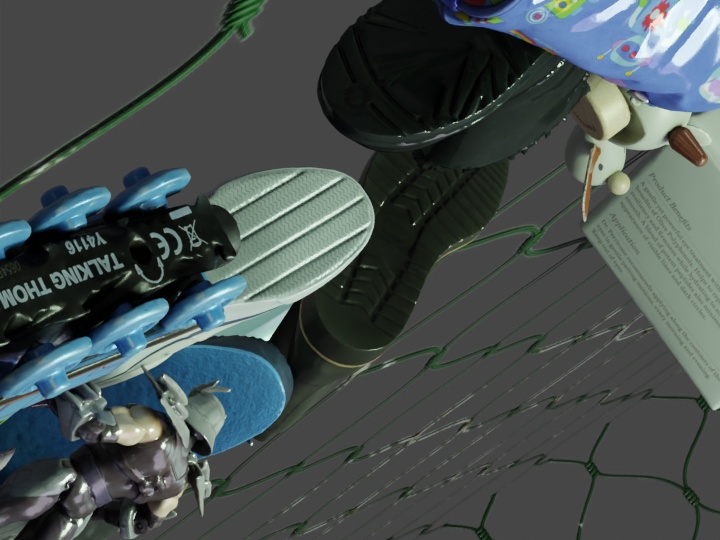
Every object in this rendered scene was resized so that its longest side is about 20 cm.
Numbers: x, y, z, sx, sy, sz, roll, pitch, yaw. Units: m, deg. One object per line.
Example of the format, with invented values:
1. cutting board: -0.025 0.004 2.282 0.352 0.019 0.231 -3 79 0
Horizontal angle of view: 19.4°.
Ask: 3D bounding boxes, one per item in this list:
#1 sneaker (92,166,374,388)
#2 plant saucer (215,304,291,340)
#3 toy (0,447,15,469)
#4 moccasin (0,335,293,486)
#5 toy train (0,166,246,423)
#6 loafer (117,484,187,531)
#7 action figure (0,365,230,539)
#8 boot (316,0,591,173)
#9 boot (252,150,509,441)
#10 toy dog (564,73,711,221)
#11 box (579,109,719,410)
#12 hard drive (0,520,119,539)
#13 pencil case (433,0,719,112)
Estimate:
1. sneaker: -0.088 0.002 1.108 0.199 0.074 0.071 -23 178 -16
2. plant saucer: -0.048 0.013 1.323 0.199 0.028 0.200 -33 167 -9
3. toy: -0.285 0.130 1.092 0.199 0.047 0.115 -26 171 -26
4. moccasin: -0.127 0.066 1.181 0.198 0.081 0.068 -10 -163 22
5. toy train: -0.141 0.016 0.970 0.114 0.087 0.199 -33 174 40
6. loafer: -0.161 0.138 1.383 0.067 0.076 0.200 -37 169 -16
7. action figure: -0.149 0.110 1.059 0.199 0.069 0.131 -32 135 -14
8. boot: 0.055 -0.097 1.076 0.198 0.074 0.163 -35 168 -20
9. boot: 0.000 0.000 1.223 0.200 0.077 0.138 -49 180 -39
10. toy dog: 0.188 -0.089 1.392 0.131 0.097 0.200 -36 168 9
11. box: 0.336 -0.034 1.748 0.199 0.200 0.171 -26 165 -40
12. hard drive: -0.205 0.148 1.215 0.139 0.038 0.200 -13 -171 26
13. pencil case: 0.108 -0.126 0.946 0.199 0.078 0.087 14 112 -47
